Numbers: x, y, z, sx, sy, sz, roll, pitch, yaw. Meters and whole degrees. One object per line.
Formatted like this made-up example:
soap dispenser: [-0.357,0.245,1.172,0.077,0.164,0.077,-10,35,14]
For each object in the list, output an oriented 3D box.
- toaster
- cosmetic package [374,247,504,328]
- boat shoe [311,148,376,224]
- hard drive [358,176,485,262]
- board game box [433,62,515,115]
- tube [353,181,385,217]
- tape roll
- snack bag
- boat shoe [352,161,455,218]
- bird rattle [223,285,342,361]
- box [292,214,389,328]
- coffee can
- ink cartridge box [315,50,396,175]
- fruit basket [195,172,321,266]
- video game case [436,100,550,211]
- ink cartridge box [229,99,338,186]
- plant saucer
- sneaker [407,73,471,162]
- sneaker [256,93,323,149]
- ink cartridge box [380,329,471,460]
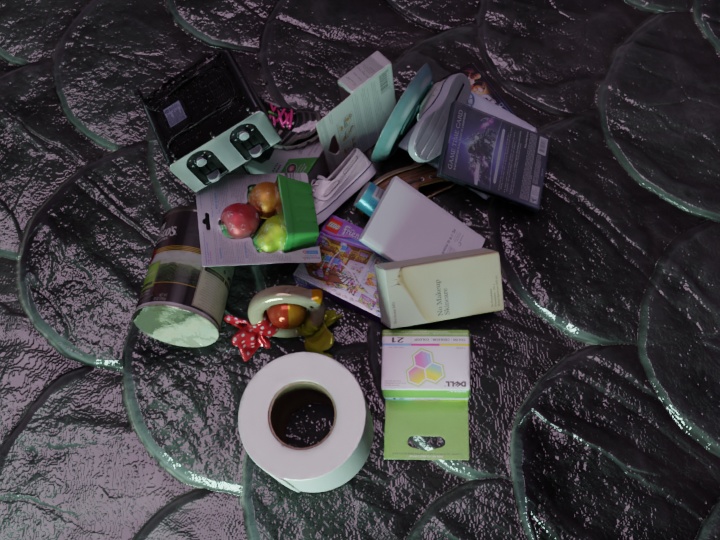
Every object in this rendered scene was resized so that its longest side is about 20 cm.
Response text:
toaster: [-0.254,-0.253,1.375,0.181,0.119,0.200,-31,60,2]
cosmetic package: [0.132,0.028,1.378,0.200,0.073,0.104,-10,100,-13]
boat shoe: [-0.063,-0.145,1.503,0.200,0.074,0.065,-43,108,-15]
hard drive: [0.109,-0.054,1.429,0.200,0.025,0.132,33,72,-15]
board game box: [0.210,-0.288,1.562,0.135,0.035,0.200,-31,68,-7]
tube: [0.083,-0.082,1.458,0.200,0.050,0.078,34,79,-10]
tape roll: [-0.083,0.245,1.319,0.202,0.139,0.203,-2,68,5]
snack bag: [0.200,-0.243,1.505,0.200,0.021,0.189,33,69,14]
boat shoe: [0.084,-0.145,1.497,0.200,0.072,0.068,-31,67,-7]
bird rattle: [-0.131,0.076,1.392,0.200,0.163,0.113,8,50,0]
box: [0.000,0.000,1.464,0.200,0.039,0.137,26,72,16]
coffee can: [-0.293,0.011,1.417,0.146,0.146,0.200,4,58,8]
ink cartridge box: [-0.013,-0.277,1.492,0.176,0.200,0.045,-40,69,-11]
fruit basket: [-0.176,-0.085,1.402,0.200,0.094,0.185,-6,61,-10]
video game case: [0.238,-0.201,1.449,0.200,0.019,0.143,17,73,-16]
ink cartridge box: [-0.160,-0.228,1.551,0.200,0.083,0.147,25,72,16]
plant saucer: [0.081,-0.279,1.488,0.027,0.200,0.200,31,74,4]
sneaker: [0.132,-0.266,1.468,0.073,0.071,0.200,45,61,-23]
sneaker: [-0.165,-0.271,1.476,0.200,0.087,0.074,3,67,8]
ink cartridge box: [0.108,0.203,1.349,0.148,0.076,0.200,-1,66,6]
